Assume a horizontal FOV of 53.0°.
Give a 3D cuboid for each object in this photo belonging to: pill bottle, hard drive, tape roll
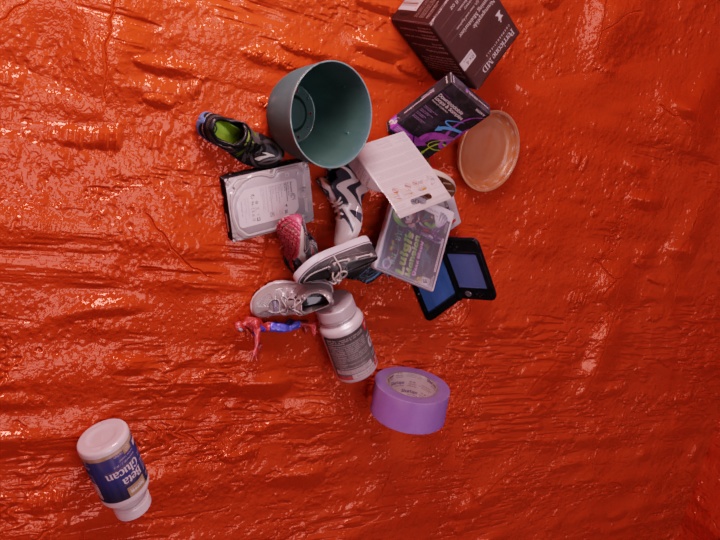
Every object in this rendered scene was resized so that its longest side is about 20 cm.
[{"bbox_3d":[-0.035,0.156,1.725,0.112,0.113,0.204,-29,122,-19],"label":"pill bottle"},{"bbox_3d":[-0.197,-0.153,1.550,0.196,0.038,0.143,-17,117,-27],"label":"hard drive"},{"bbox_3d":[-0.513,0.427,1.528,0.109,0.111,0.204,-25,120,-22],"label":"pill bottle"},{"bbox_3d":[0.126,0.328,1.842,0.196,0.199,0.087,-2,110,-31],"label":"tape roll"}]

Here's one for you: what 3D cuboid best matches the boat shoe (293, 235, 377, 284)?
[{"bbox_3d":[-0.052,-0.007,1.593,0.196,0.069,0.074,-23,158,-25],"label":"boat shoe"}]

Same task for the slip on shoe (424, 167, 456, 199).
[{"bbox_3d":[0.137,-0.223,1.701,0.195,0.062,0.077,12,133,-20],"label":"slip on shoe"}]

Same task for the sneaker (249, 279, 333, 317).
[{"bbox_3d":[-0.152,0.065,1.622,0.195,0.082,0.076,-14,117,-8],"label":"sneaker"}]

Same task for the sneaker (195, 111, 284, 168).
[{"bbox_3d":[-0.236,-0.257,1.454,0.197,0.082,0.072,22,92,-37],"label":"sneaker"}]

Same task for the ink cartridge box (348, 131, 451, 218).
[{"bbox_3d":[0.084,-0.202,1.585,0.158,0.202,0.048,-22,158,-32],"label":"ink cartridge box"}]

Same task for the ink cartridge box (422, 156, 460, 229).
[{"bbox_3d":[0.155,-0.164,1.763,0.160,0.050,0.203,-34,126,-18],"label":"ink cartridge box"}]

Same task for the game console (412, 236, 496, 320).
[{"bbox_3d":[0.234,0.027,1.851,0.119,0.167,0.203,-54,132,-36],"label":"game console"}]

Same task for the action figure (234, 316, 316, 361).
[{"bbox_3d":[-0.200,0.155,1.645,0.196,0.065,0.102,9,87,-34],"label":"action figure"}]

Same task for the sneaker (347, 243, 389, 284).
[{"bbox_3d":[0.000,0.000,1.712,0.196,0.073,0.084,-16,118,-26],"label":"sneaker"}]

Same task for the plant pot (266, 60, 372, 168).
[{"bbox_3d":[-0.099,-0.316,1.461,0.197,0.159,0.207,-9,106,-36],"label":"plant pot"}]

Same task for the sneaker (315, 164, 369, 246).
[{"bbox_3d":[-0.055,-0.154,1.614,0.127,0.079,0.204,14,101,-33],"label":"sneaker"}]

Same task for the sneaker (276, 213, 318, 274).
[{"bbox_3d":[-0.133,-0.064,1.576,0.074,0.081,0.201,-38,158,-20],"label":"sneaker"}]

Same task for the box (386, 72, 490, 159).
[{"bbox_3d":[0.176,-0.345,1.636,0.141,0.037,0.198,26,136,-35],"label":"box"}]

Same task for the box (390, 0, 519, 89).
[{"bbox_3d":[0.206,-0.535,1.578,0.199,0.163,0.167,41,85,-36],"label":"box"}]

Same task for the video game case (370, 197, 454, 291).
[{"bbox_3d":[0.127,-0.074,1.723,0.179,0.023,0.205,20,82,-27],"label":"video game case"}]

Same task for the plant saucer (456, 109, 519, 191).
[{"bbox_3d":[0.317,-0.303,1.819,0.196,0.037,0.206,-12,113,-28],"label":"plant saucer"}]
